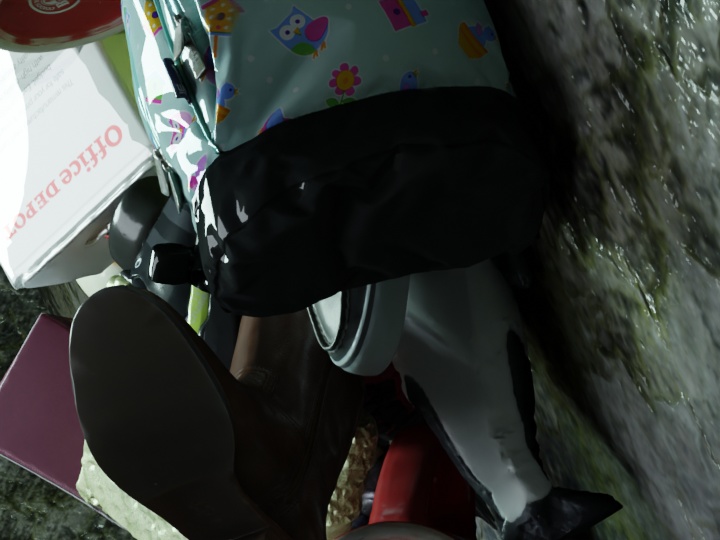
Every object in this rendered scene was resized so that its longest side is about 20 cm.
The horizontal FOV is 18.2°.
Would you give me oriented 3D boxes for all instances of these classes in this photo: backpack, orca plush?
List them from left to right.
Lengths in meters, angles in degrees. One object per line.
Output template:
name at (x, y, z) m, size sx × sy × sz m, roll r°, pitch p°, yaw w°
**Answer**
backpack at (-0.020, -0.094, 0.917) m, size 0.127 × 0.167 × 0.200 m, roll 112°, pitch 142°, yaw -52°
orca plush at (0.063, 0.029, 1.031) m, size 0.105 × 0.071 × 0.200 m, roll -46°, pitch 68°, yaw 28°

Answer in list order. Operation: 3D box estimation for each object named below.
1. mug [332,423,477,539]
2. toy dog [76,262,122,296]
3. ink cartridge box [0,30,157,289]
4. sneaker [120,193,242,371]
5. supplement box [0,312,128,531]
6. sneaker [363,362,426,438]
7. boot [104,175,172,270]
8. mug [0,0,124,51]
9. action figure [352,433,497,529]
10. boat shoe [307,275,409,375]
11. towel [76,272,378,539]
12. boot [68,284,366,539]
mug at (0.026, 0.170, 1.079) m, size 0.178 × 0.133 × 0.200 m, roll 56°, pitch -175°, yaw 19°
toy dog at (-0.161, -0.058, 1.450) m, size 0.200 × 0.194 × 0.140 m, roll 54°, pitch 150°, yaw 41°
ink cartridge box at (-0.181, -0.111, 1.316) m, size 0.146 × 0.085 × 0.200 m, roll -39°, pitch 73°, yaw 32°
sneaker at (-0.086, -0.017, 1.115) m, size 0.072 × 0.083 × 0.200 m, roll 45°, pitch -138°, yaw -51°
supplement box at (-0.143, 0.091, 1.353) m, size 0.110 × 0.086 × 0.200 m, roll 29°, pitch 180°, yaw 8°
sneaker at (0.000, 0.000, 1.136) m, size 0.200 × 0.080 × 0.075 m, roll 77°, pitch 168°, yaw -45°
boot at (-0.078, 0.032, 1.268) m, size 0.144 × 0.072 × 0.200 m, roll 33°, pitch 153°, yaw 28°
mug at (-0.195, -0.229, 1.188) m, size 0.133 × 0.177 × 0.200 m, roll -30°, pitch 71°, yaw 39°
action figure at (-0.003, 0.159, 1.236) m, size 0.130 × 0.200 × 0.069 m, roll 35°, pitch 154°, yaw -8°
boat shoe at (-0.022, -0.045, 1.003) m, size 0.069 × 0.056 × 0.200 m, roll 127°, pitch 141°, yaw -53°
towel at (-0.073, 0.096, 1.171) m, size 0.200 × 0.036 × 0.149 m, roll 29°, pitch 119°, yaw 36°
boot at (-0.053, 0.033, 0.991) m, size 0.200 × 0.064 × 0.187 m, roll -72°, pitch -35°, yaw -53°
